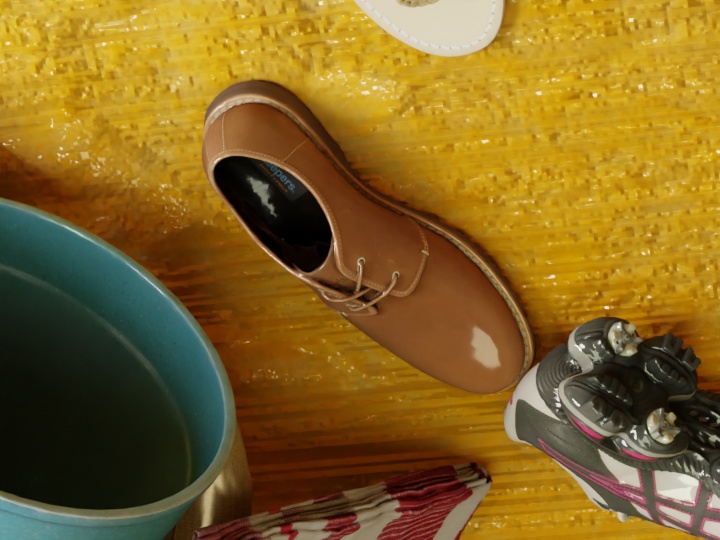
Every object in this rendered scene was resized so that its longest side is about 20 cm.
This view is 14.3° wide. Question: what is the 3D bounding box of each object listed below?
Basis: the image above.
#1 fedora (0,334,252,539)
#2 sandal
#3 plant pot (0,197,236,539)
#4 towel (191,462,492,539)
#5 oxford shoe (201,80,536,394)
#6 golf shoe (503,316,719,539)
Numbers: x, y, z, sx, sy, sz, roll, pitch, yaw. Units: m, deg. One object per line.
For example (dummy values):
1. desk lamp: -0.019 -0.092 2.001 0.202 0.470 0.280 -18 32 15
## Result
1. fedora: -0.130 0.105 1.396 0.200 0.082 0.201 3 99 19
2. sandal: 0.002 -0.172 1.247 0.077 0.070 0.212 -15 115 16
3. plant pot: -0.183 0.100 1.276 0.200 0.200 0.188 27 122 -6
4. towel: -0.028 0.165 1.379 0.023 0.200 0.144 43 124 29
5. oxford shoe: 0.000 0.000 1.342 0.200 0.071 0.071 39 115 -15
6. golf shoe: 0.163 0.094 1.379 0.200 0.077 0.088 34 145 -15
